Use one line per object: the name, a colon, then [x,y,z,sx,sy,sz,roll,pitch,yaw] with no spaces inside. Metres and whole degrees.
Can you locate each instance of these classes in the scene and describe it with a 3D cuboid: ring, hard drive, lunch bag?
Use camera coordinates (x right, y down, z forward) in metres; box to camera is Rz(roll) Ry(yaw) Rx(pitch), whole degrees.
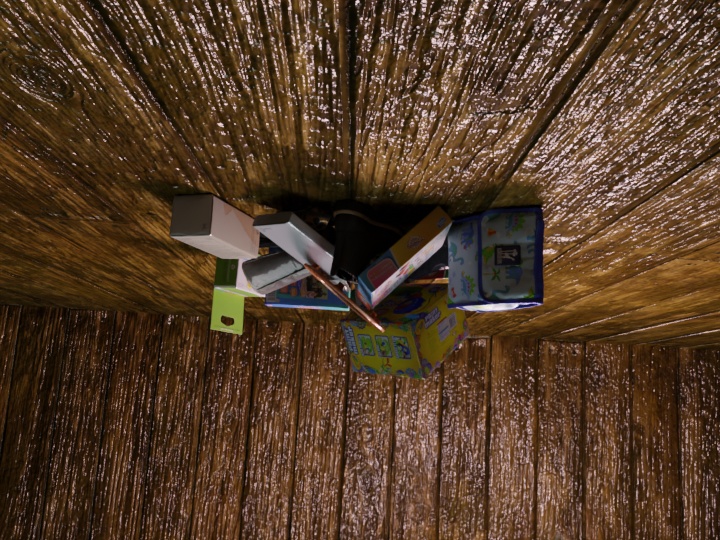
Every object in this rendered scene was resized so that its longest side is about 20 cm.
ring: [-0.028,0.048,1.273,0.199,0.019,0.201,41,175,4]
hard drive: [-0.099,-0.043,1.283,0.199,0.027,0.130,39,157,-33]
lunch bag: [0.255,-0.016,1.236,0.125,0.176,0.197,7,170,-38]

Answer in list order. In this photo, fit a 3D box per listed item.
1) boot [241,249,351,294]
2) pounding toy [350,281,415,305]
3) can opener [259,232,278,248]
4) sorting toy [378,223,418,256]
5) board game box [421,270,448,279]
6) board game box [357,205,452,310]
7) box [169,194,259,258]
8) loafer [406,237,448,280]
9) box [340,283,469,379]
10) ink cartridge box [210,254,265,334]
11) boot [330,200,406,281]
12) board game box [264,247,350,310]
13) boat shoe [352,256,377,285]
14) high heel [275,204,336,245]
boot: [-0.138,0.011,1.480,0.197,0.073,0.183,-28,120,11]
pounding toy: [0.044,0.053,1.712,0.194,0.190,0.142,-6,169,3]
can opener: [-0.222,-0.073,1.450,0.196,0.079,0.064,-8,126,37]
sorting toy: [0.078,-0.059,1.436,0.180,0.038,0.199,-2,168,26]
board game box: [0.146,-0.003,1.525,0.194,0.042,0.153,-2,-179,-18]
board game box: [0.080,-0.019,1.256,0.040,0.199,0.153,47,169,11]
box: [-0.282,-0.082,1.321,0.092,0.080,0.200,0,169,17]
loafer: [0.158,-0.030,1.395,0.195,0.074,0.063,-17,-175,-22]
box: [0.096,0.122,1.424,0.189,0.125,0.199,-2,-159,39]
ink cartridge box: [-0.308,0.056,1.724,0.074,0.207,0.147,-1,169,24]
boot: [0.014,-0.029,1.269,0.197,0.143,0.076,23,157,-40]
board game box: [-0.118,0.009,1.547,0.193,0.157,0.045,3,171,4]
boat shoe: [0.000,0.000,1.480,0.064,0.073,0.200,-31,177,-9]
high heel: [-0.060,-0.069,1.320,0.140,0.073,0.198,3,162,44]
